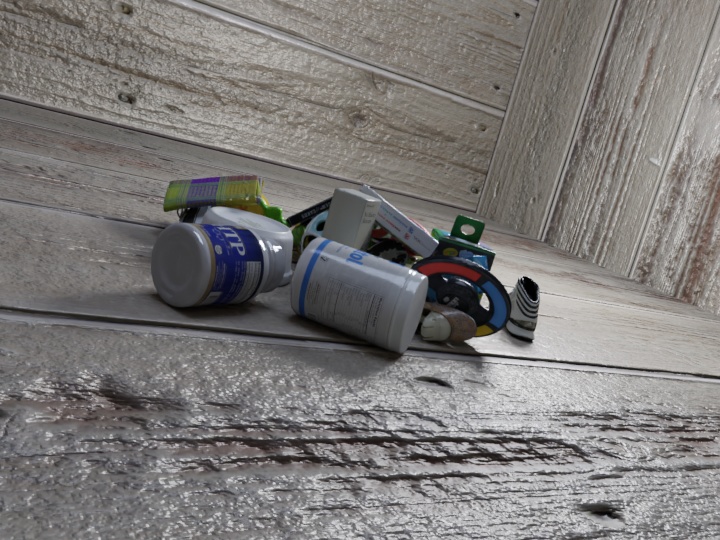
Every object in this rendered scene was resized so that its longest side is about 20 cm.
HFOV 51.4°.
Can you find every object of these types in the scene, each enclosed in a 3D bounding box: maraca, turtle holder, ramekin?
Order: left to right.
[{"bbox_3d":[-0.216,-0.050,1.398,0.197,0.097,0.203,16,11,-3],"label":"ramekin"},{"bbox_3d":[-0.240,-0.118,1.627,0.196,0.139,0.107,26,46,13],"label":"maraca"},{"bbox_3d":[-0.064,-0.068,1.576,0.130,0.143,0.186,-14,52,-41],"label":"turtle holder"}]

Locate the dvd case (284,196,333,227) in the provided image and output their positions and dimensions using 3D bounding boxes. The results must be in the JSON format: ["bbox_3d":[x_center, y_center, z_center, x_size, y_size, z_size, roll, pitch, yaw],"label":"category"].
[{"bbox_3d":[-0.099,-0.137,1.682,0.147,0.025,0.200,-26,5,-7],"label":"dvd case"}]

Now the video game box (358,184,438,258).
[{"bbox_3d":[0.064,-0.096,1.484,0.180,0.047,0.200,36,3,-3],"label":"video game box"}]

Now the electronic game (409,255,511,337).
[{"bbox_3d":[0.171,0.049,1.326,0.195,0.202,0.042,19,52,12],"label":"electronic game"}]

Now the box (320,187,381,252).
[{"bbox_3d":[-0.031,-0.040,1.339,0.067,0.205,0.082,21,12,19],"label":"box"}]

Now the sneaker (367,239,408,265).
[{"bbox_3d":[0.000,0.000,1.485,0.194,0.079,0.085,-10,-21,-1],"label":"sneaker"}]

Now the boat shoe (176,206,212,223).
[{"bbox_3d":[-0.340,-0.101,1.531,0.066,0.075,0.200,-2,25,-4],"label":"boat shoe"}]

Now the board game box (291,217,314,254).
[{"bbox_3d":[-0.075,-0.111,1.763,0.162,0.058,0.200,-26,10,5],"label":"board game box"}]

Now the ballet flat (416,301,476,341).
[{"bbox_3d":[0.107,0.089,1.322,0.196,0.070,0.067,16,29,27],"label":"ballet flat"}]

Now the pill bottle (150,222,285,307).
[{"bbox_3d":[-0.209,-0.009,1.145,0.118,0.123,0.198,23,13,30],"label":"pill bottle"}]

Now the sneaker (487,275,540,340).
[{"bbox_3d":[0.339,0.064,1.605,0.074,0.118,0.201,13,11,-13],"label":"sneaker"}]

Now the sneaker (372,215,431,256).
[{"bbox_3d":[0.112,-0.086,1.684,0.114,0.080,0.198,1,22,-47],"label":"sneaker"}]

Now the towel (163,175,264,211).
[{"bbox_3d":[-0.293,-0.157,1.512,0.194,0.023,0.144,-5,27,-5],"label":"towel"}]

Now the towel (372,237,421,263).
[{"bbox_3d":[0.073,-0.056,1.732,0.197,0.023,0.143,25,14,27],"label":"towel"}]

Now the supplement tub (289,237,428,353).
[{"bbox_3d":[-0.003,0.038,1.196,0.195,0.135,0.132,19,11,14],"label":"supplement tub"}]

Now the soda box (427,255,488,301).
[{"bbox_3d":[0.145,0.023,1.421,0.196,0.070,0.064,-12,-7,34],"label":"soda box"}]

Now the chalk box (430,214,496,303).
[{"bbox_3d":[0.194,-0.010,1.526,0.122,0.205,0.124,16,10,-5],"label":"chalk box"}]

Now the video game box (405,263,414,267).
[{"bbox_3d":[0.031,-0.038,1.785,0.178,0.048,0.200,18,11,-8],"label":"video game box"}]
